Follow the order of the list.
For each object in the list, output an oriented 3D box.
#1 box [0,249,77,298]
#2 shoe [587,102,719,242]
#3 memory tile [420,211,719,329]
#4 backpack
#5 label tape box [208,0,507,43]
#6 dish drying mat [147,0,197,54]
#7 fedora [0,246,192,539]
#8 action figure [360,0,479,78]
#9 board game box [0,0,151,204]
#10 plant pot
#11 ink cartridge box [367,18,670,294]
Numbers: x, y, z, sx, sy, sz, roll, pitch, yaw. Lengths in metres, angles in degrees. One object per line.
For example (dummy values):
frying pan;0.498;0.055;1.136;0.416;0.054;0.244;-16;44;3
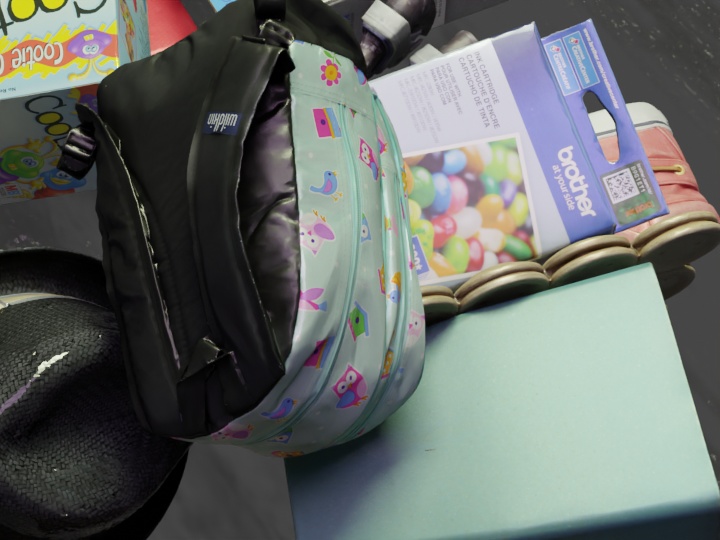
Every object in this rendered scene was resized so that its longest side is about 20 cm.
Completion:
box;-0.257;0.065;1.040;0.137;0.038;0.200;9;48;41
shoe;0.104;-0.027;1.140;0.200;0.071;0.091;-18;58;-15
memory tile;0.085;0.023;1.055;0.200;0.153;0.017;-15;69;-15
backpack;-0.047;-0.013;0.943;0.127;0.167;0.200;10;63;-41
label tape box;-0.022;-0.208;1.266;0.200;0.063;0.144;-22;57;-17
dish drying mat;-0.174;-0.199;1.280;0.077;0.018;0.200;-22;58;-18
fedora;-0.145;0.077;0.981;0.092;0.201;0.201;-4;39;49
action figure;-0.016;-0.085;1.181;0.200;0.069;0.130;-38;72;-21
board game box;-0.184;-0.155;1.181;0.103;0.105;0.200;-10;59;3
plant pot;0.065;0.108;1.008;0.200;0.141;0.141;-11;55;1
ink cartridge box;0.048;-0.050;1.033;0.200;0.042;0.119;-20;78;-2
